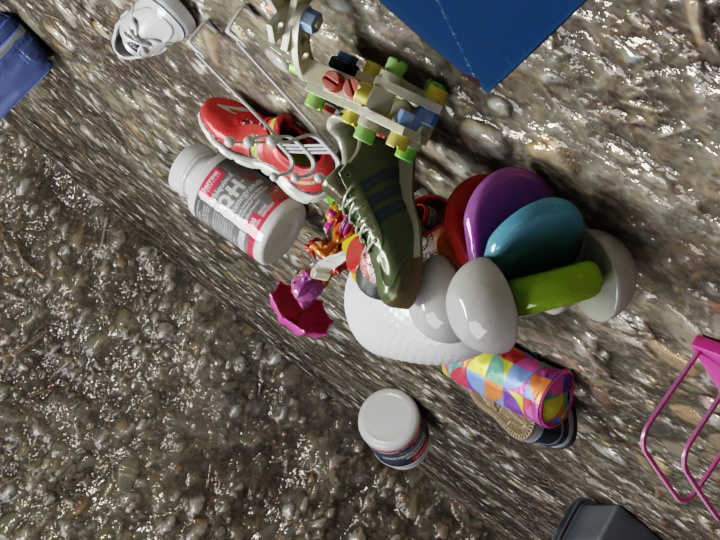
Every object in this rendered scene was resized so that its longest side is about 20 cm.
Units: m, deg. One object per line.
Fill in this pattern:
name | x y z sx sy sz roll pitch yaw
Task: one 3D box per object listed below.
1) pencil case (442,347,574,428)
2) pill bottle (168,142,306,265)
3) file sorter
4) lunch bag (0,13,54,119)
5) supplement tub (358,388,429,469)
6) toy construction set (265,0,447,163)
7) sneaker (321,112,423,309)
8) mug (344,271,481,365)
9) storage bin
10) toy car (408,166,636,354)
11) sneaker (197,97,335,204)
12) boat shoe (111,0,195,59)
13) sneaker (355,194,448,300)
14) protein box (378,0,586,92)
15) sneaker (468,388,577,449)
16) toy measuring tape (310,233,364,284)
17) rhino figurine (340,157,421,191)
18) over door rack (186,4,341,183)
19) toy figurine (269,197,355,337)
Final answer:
pencil case | 0.198 0.138 1.445 0.199 0.089 0.089 28 164 45
pill bottle | -0.188 -0.106 1.607 0.199 0.111 0.111 34 167 17
file sorter | 0.374 0.172 0.959 0.199 0.126 0.139 22 160 52
lunch bag | -0.650 -0.346 1.864 0.132 0.200 0.136 47 170 -27
supplement tub | 0.080 0.361 2.413 0.140 0.141 0.200 32 166 26
toy construction set | -0.008 -0.165 0.932 0.200 0.092 0.131 43 -166 17
sneaker | 0.004 -0.062 0.997 0.089 0.203 0.067 9 152 -20
mug | 0.079 0.013 1.245 0.175 0.146 0.203 5 115 57
storage bin | 0.456 0.503 1.892 0.199 0.146 0.134 39 157 -3
toy car | 0.137 -0.017 0.966 0.200 0.173 0.152 -173 71 -70
sneaker | -0.109 -0.166 1.311 0.199 0.077 0.085 31 148 11
boat shoe | -0.250 -0.282 1.266 0.073 0.066 0.200 42 167 -16
sneaker | 0.100 -0.020 1.098 0.109 0.198 0.068 109 155 -44
protein box | 0.076 -0.198 0.332 0.134 0.201 0.198 39 168 -4
sneaker | 0.234 0.188 1.536 0.107 0.071 0.200 17 -161 -29
toy measuring tape | 0.000 0.000 1.204 0.073 0.074 0.199 41 145 -14
rhino figurine | 0.008 -0.100 1.181 0.088 0.059 0.200 59 168 1
over door rack | -0.116 -0.179 1.170 0.201 0.066 0.147 57 161 -20
toy figurine | -0.040 -0.001 1.387 0.149 0.185 0.200 35 167 11
